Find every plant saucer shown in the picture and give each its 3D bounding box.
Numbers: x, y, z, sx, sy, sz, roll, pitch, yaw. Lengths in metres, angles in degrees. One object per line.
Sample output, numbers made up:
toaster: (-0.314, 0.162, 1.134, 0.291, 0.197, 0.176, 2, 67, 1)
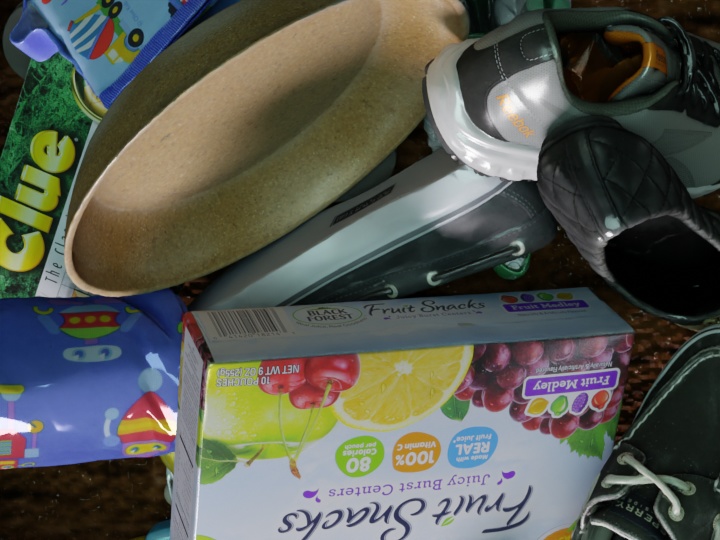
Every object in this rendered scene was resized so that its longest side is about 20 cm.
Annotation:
plant saucer: (-0.046, -0.063, 0.683, 0.200, 0.200, 0.035, -38, 74, 10)

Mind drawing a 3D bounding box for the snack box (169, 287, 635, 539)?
snack box: (0.016, 0.085, 0.736, 0.199, 0.053, 0.143, -3, 118, -19)

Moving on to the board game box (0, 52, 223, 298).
board game box: (-0.128, -0.027, 0.782, 0.105, 0.023, 0.200, 23, 114, 1)

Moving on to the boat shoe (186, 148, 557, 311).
boat shoe: (0.000, 0.000, 0.758, 0.200, 0.069, 0.057, -26, 106, 29)

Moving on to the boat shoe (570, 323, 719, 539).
boat shoe: (0.134, 0.114, 0.721, 0.071, 0.064, 0.200, 18, 81, 31)

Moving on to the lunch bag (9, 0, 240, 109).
lunch bag: (-0.071, -0.160, 0.704, 0.200, 0.094, 0.151, -40, 58, 3)

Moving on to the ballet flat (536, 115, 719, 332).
ballet flat: (0.129, -0.004, 0.708, 0.066, 0.200, 0.057, -24, 59, 23)

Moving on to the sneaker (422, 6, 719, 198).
sneaker: (0.126, -0.075, 0.703, 0.079, 0.200, 0.074, -31, 67, 50)

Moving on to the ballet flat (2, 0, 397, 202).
ballet flat: (-0.076, -0.089, 0.786, 0.200, 0.046, 0.068, 19, 112, 0)

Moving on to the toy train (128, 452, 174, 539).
toy train: (-0.039, 0.117, 0.802, 0.150, 0.056, 0.200, 23, 99, 3)

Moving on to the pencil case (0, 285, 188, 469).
pencil case: (-0.168, 0.046, 0.732, 0.199, 0.078, 0.087, -2, 57, -15)

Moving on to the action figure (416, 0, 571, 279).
action figure: (0.061, -0.094, 0.765, 0.118, 0.055, 0.201, -8, 101, 5)
